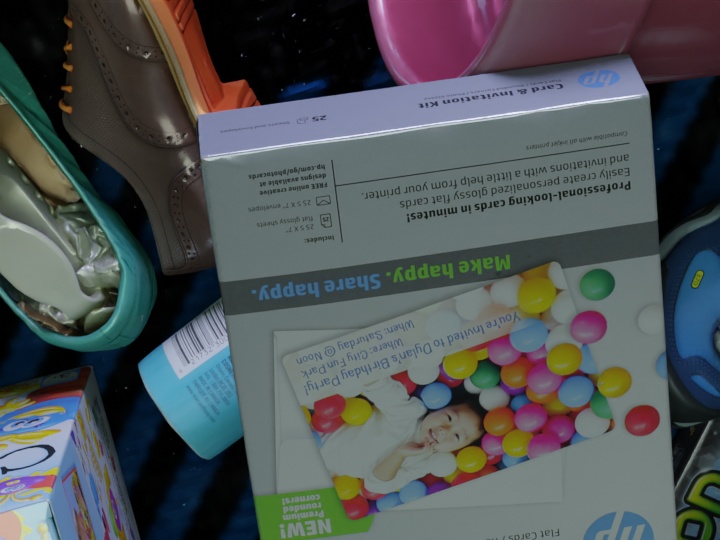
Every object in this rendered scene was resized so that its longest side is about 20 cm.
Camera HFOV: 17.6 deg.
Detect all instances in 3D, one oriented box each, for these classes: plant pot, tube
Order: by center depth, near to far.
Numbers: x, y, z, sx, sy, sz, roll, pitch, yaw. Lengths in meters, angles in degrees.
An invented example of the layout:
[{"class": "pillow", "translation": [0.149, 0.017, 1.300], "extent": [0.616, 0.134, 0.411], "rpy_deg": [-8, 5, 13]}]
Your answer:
[{"class": "plant pot", "translation": [0.114, -0.153, 0.884], "extent": [0.179, 0.200, 0.201], "rpy_deg": [4, 101, -20]}, {"class": "tube", "translation": [0.000, 0.000, 0.967], "extent": [0.200, 0.050, 0.078], "rpy_deg": [-37, 66, 5]}]

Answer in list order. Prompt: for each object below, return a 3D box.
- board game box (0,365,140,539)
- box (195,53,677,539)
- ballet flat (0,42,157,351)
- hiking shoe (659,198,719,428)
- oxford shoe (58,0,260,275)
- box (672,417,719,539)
[{"class": "board game box", "translation": [-0.148, 0.120, 0.909], "extent": [0.103, 0.200, 0.105], "rpy_deg": [-14, 101, 0]}, {"class": "box", "translation": [0.031, 0.031, 0.838], "extent": [0.155, 0.041, 0.200], "rpy_deg": [-7, 118, -2]}, {"class": "ballet flat", "translation": [-0.154, -0.047, 0.943], "extent": [0.067, 0.070, 0.200], "rpy_deg": [-39, 100, 6]}, {"class": "hiking shoe", "translation": [0.184, -0.010, 0.919], "extent": [0.200, 0.087, 0.074], "rpy_deg": [-38, 99, -25]}, {"class": "oxford shoe", "translation": [-0.099, -0.089, 0.939], "extent": [0.073, 0.071, 0.200], "rpy_deg": [-27, 99, 12]}, {"class": "box", "translation": [0.173, 0.124, 1.007], "extent": [0.110, 0.035, 0.200], "rpy_deg": [24, 99, -6]}]
